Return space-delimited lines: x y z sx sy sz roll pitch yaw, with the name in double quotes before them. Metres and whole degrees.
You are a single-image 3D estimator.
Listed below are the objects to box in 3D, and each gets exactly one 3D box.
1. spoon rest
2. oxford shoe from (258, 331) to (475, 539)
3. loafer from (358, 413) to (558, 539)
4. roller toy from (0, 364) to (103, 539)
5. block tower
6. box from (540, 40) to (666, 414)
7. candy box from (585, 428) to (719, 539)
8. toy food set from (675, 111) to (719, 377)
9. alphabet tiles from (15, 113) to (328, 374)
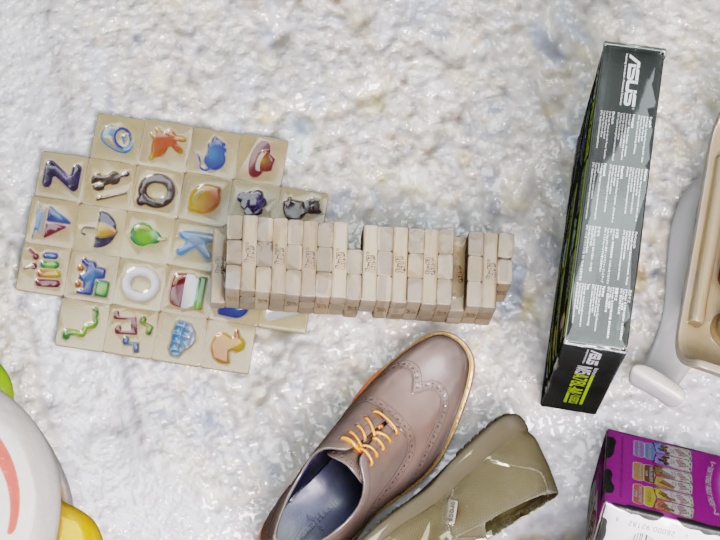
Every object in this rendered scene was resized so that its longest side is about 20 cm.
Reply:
"spoon rest" 0.237 0.011 1.741 0.099 0.061 0.200 32 64 5
"oxford shoe" 0.009 0.120 1.691 0.071 0.073 0.200 35 77 8
"loafer" 0.051 0.178 1.676 0.067 0.076 0.200 42 79 15
"roller toy" -0.275 0.158 1.640 0.182 0.140 0.200 -31 79 -8
"block tower" 0.000 0.000 1.726 0.200 0.058 0.054 3 75 -2
"box" 0.155 -0.023 1.669 0.047 0.193 0.200 9 75 0
"candy box" 0.245 0.172 1.648 0.200 0.136 0.061 13 108 3
"toy food set" 0.293 -0.007 1.697 0.143 0.060 0.200 19 70 -17
"alphabet tiles" -0.127 -0.019 1.758 0.200 0.006 0.167 8 75 1
